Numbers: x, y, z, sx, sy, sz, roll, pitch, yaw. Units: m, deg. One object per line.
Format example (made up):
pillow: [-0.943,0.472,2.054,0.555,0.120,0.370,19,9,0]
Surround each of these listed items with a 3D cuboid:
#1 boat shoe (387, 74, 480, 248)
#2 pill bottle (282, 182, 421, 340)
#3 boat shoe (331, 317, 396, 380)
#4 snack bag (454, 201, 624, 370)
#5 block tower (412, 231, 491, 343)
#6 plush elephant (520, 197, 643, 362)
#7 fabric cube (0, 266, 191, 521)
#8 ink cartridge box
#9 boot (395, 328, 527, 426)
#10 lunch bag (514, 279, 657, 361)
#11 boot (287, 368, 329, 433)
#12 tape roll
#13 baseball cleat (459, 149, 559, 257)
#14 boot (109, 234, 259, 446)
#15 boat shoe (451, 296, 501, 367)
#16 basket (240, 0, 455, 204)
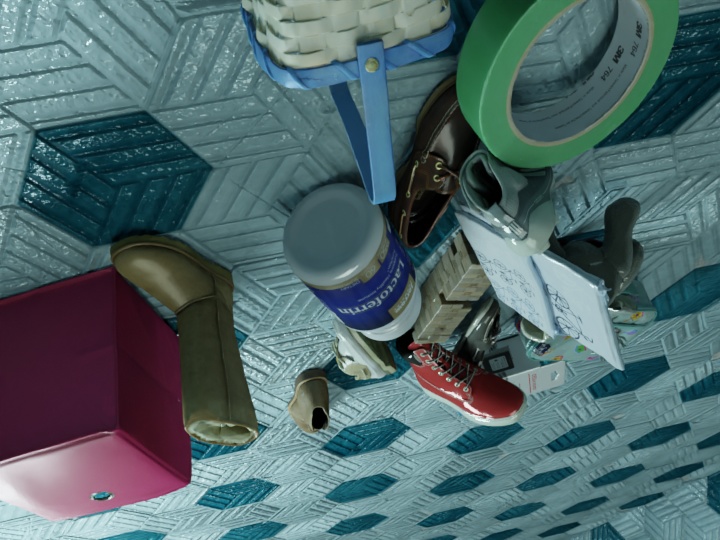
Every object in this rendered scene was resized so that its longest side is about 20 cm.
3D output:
boat shoe: [0.082,-0.104,0.733,0.069,0.072,0.202,1,143,-18]
pill bottle: [0.000,0.000,0.816,0.113,0.118,0.200,-21,148,11]
boat shoe: [-0.005,0.118,1.035,0.067,0.076,0.200,-25,148,7]
snack bag: [0.200,0.023,0.788,0.021,0.199,0.189,-45,138,-9]
block tower: [0.125,0.024,0.963,0.053,0.059,0.202,1,143,-23]
plush elephant: [0.276,0.017,0.923,0.160,0.205,0.155,-11,171,-3]
fabric cube: [-0.325,0.152,0.835,0.191,0.204,0.201,-14,148,3]
ink cartridge box: [0.248,0.175,1.235,0.195,0.068,0.116,-18,148,6]
boot: [0.143,0.152,1.058,0.197,0.073,0.145,14,150,42]
lunch bag: [0.349,0.074,1.111,0.195,0.079,0.161,3,144,-26]
boot: [-0.081,0.244,1.199,0.072,0.077,0.202,-10,149,-10]
tape roll: [0.181,-0.185,0.628,0.196,0.049,0.203,-17,140,-15]
baseball cleat: [0.148,-0.092,0.716,0.106,0.201,0.070,41,112,-14]
boot: [-0.186,0.074,0.770,0.066,0.204,0.173,-33,144,29]
boat shoe: [0.185,0.103,1.085,0.056,0.067,0.201,32,151,8]
basket: [-0.010,-0.170,0.491,0.136,0.179,0.203,-12,138,-10]
